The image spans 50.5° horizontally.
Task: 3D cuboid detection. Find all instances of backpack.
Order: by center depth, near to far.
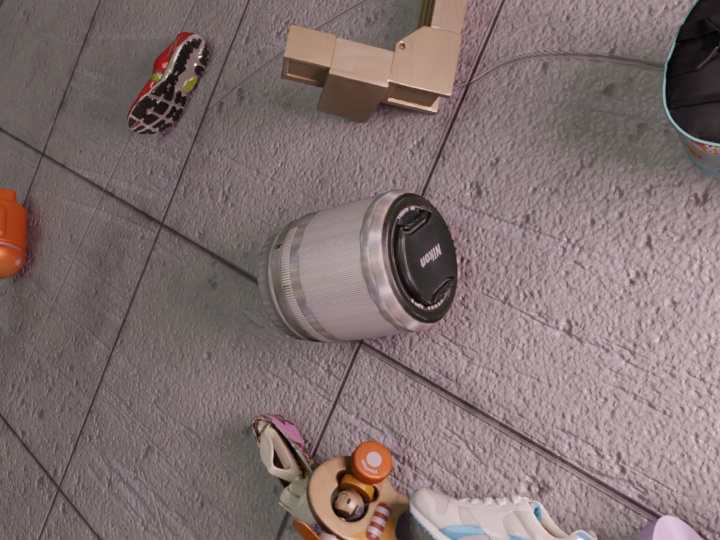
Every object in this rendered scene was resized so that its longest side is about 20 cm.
[{"bbox_3d":[0.362,-0.152,0.631,0.200,0.153,0.176,13,85,31],"label":"backpack"}]

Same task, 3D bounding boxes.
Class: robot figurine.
[{"bbox_3d":[-0.744,-0.068,1.560,0.144,0.117,0.200,-16,67,20],"label":"robot figurine"}]

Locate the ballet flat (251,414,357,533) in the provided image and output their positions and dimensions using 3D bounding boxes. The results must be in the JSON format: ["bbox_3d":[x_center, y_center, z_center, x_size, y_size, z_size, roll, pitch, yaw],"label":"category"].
[{"bbox_3d":[-0.082,0.256,0.950,0.069,0.071,0.200,-53,52,15],"label":"ballet flat"}]

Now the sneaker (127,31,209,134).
[{"bbox_3d":[-0.335,-0.323,1.319,0.200,0.077,0.085,-52,46,4],"label":"sneaker"}]

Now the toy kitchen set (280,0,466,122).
[{"bbox_3d":[0.013,-0.297,0.966,0.163,0.200,0.181,153,128,-80],"label":"toy kitchen set"}]

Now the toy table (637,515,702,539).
[{"bbox_3d":[0.300,0.262,0.570,0.117,0.184,0.200,-45,44,34],"label":"toy table"}]

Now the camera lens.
[{"bbox_3d":[0.000,0.000,0.889,0.200,0.160,0.160,-12,71,38],"label":"camera lens"}]

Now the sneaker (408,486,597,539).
[{"bbox_3d":[0.140,0.260,0.770,0.200,0.077,0.081,18,82,35],"label":"sneaker"}]

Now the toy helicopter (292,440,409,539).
[{"bbox_3d":[0.011,0.298,0.837,0.200,0.132,0.079,52,142,18],"label":"toy helicopter"}]
